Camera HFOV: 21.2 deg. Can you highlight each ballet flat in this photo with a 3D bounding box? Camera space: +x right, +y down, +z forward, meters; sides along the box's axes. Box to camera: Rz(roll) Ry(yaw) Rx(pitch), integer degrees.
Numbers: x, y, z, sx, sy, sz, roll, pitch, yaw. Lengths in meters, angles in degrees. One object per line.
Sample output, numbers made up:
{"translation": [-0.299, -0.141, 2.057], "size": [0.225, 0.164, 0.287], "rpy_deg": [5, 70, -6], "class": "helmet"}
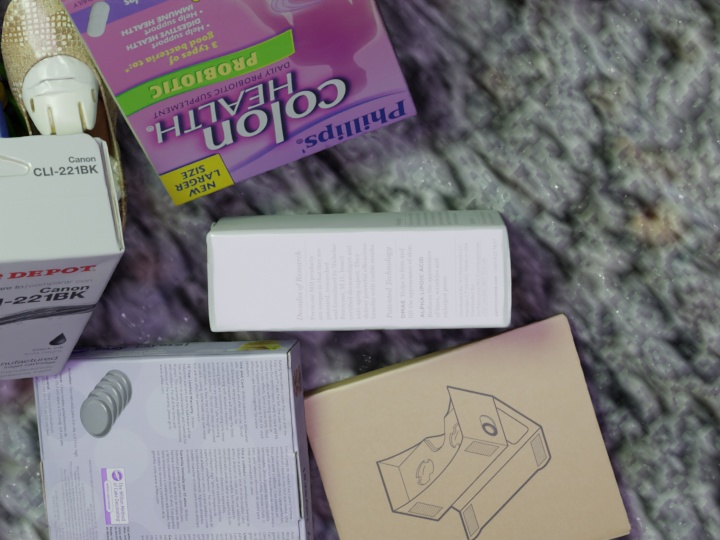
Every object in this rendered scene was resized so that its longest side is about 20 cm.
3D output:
{"translation": [-0.187, -0.091, 1.265], "size": [0.070, 0.065, 0.200], "rpy_deg": [-16, 129, -5], "class": "ballet flat"}

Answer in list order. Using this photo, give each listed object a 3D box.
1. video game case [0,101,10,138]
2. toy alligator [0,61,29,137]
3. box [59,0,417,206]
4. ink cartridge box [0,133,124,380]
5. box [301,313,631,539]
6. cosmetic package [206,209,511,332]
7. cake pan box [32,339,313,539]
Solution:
{"translation": [-0.331, -0.125, 1.242], "size": [0.181, 0.045, 0.200], "rpy_deg": [-15, 81, -3], "class": "video game case"}
{"translation": [-0.257, -0.103, 1.298], "size": [0.200, 0.059, 0.054], "rpy_deg": [-35, 55, -14], "class": "toy alligator"}
{"translation": [-0.080, -0.164, 1.226], "size": [0.176, 0.097, 0.200], "rpy_deg": [-20, 139, 3], "class": "box"}
{"translation": [-0.244, -0.001, 1.216], "size": [0.144, 0.200, 0.084], "rpy_deg": [-5, 66, -23], "class": "ink cartridge box"}
{"translation": [0.072, 0.135, 1.358], "size": [0.200, 0.021, 0.164], "rpy_deg": [-17, 97, 5], "class": "box"}
{"translation": [0.000, 0.000, 1.300], "size": [0.200, 0.102, 0.074], "rpy_deg": [-2, 97, 2], "class": "cosmetic package"}
{"translation": [-0.126, 0.150, 1.341], "size": [0.184, 0.052, 0.200], "rpy_deg": [-4, 98, 11], "class": "cake pan box"}
